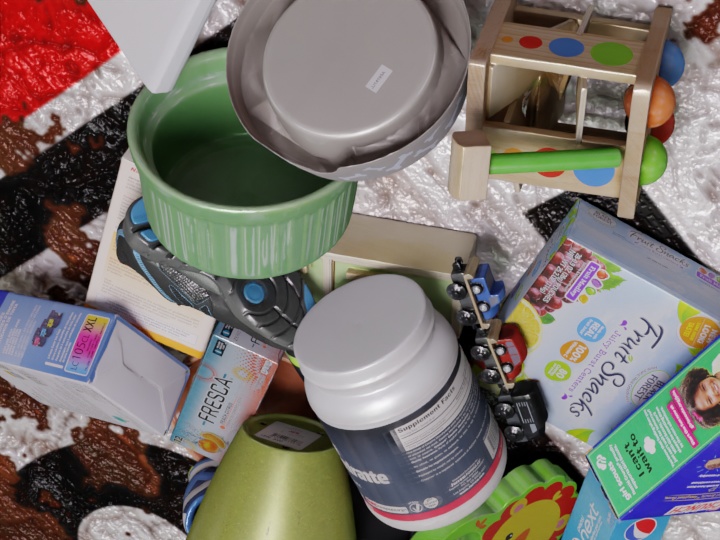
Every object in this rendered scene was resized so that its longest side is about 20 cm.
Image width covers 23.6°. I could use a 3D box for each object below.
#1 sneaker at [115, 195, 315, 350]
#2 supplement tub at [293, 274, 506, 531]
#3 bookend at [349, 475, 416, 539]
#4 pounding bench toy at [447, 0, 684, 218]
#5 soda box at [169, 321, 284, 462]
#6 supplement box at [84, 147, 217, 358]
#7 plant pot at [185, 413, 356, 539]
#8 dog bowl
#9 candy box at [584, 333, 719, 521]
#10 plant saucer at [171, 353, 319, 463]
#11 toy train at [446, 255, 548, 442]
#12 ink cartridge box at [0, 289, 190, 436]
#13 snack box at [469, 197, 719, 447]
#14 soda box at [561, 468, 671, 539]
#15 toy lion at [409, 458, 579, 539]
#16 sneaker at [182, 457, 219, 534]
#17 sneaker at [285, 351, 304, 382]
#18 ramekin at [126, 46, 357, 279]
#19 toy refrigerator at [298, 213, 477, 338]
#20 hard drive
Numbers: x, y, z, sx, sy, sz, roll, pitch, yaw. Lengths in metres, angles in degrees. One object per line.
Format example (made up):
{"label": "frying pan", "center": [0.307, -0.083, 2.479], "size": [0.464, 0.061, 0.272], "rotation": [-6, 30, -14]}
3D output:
{"label": "sneaker", "center": [-0.126, 0.007, 1.523], "size": [0.200, 0.073, 0.082], "rotation": [36, 147, -7]}
{"label": "supplement tub", "center": [0.035, 0.117, 1.511], "size": [0.140, 0.141, 0.200], "rotation": [-9, 128, 25]}
{"label": "bookend", "center": [-0.045, 0.289, 1.759], "size": [0.198, 0.092, 0.200], "rotation": [13, 136, -5]}
{"label": "pounding bench toy", "center": [0.161, -0.111, 1.330], "size": [0.155, 0.200, 0.125], "rotation": [10, 130, 12]}
{"label": "soda box", "center": [-0.121, 0.103, 1.625], "size": [0.068, 0.064, 0.200], "rotation": [25, 141, -2]}
{"label": "supplement box", "center": [-0.170, -0.028, 1.591], "size": [0.126, 0.074, 0.200], "rotation": [23, 131, 0]}
{"label": "plant pot", "center": [-0.078, 0.243, 1.601], "size": [0.186, 0.187, 0.201], "rotation": [13, 107, 9]}
{"label": "dog bowl", "center": [-0.004, -0.161, 1.362], "size": [0.199, 0.201, 0.059], "rotation": [2, 161, 17]}
{"label": "candy box", "center": [0.324, 0.135, 1.499], "size": [0.169, 0.077, 0.200], "rotation": [1, 142, -37]}
{"label": "plant saucer", "center": [-0.096, 0.145, 1.734], "size": [0.200, 0.032, 0.201], "rotation": [10, 130, 12]}
{"label": "toy train", "center": [0.124, 0.070, 1.512], "size": [0.046, 0.034, 0.200], "rotation": [-9, 122, 25]}
{"label": "ink cartridge box", "center": [-0.286, 0.085, 1.668], "size": [0.199, 0.077, 0.136], "rotation": [8, 158, 33]}
{"label": "snack box", "center": [0.214, 0.056, 1.532], "size": [0.168, 0.068, 0.200], "rotation": [29, 132, -5]}
{"label": "soda box", "center": [0.246, 0.246, 1.660], "size": [0.064, 0.068, 0.200], "rotation": [-5, 134, -21]}
{"label": "toy lion", "center": [0.120, 0.260, 1.651], "size": [0.200, 0.069, 0.192], "rotation": [18, 112, -52]}
{"label": "sneaker", "center": [-0.098, 0.216, 1.717], "size": [0.200, 0.082, 0.074], "rotation": [-27, 114, 32]}
{"label": "sneaker", "center": [-0.008, 0.113, 1.625], "size": [0.072, 0.083, 0.200], "rotation": [-33, 111, 1]}
{"label": "ramekin", "center": [-0.093, -0.087, 1.444], "size": [0.199, 0.200, 0.098], "rotation": [13, 138, 8]}
{"label": "toy refrigerator", "center": [0.000, 0.000, 1.559], "size": [0.199, 0.070, 0.076], "rotation": [11, 130, 11]}
{"label": "hard drive", "center": [-0.155, -0.260, 1.385], "size": [0.132, 0.026, 0.200], "rotation": [55, 134, 24]}
